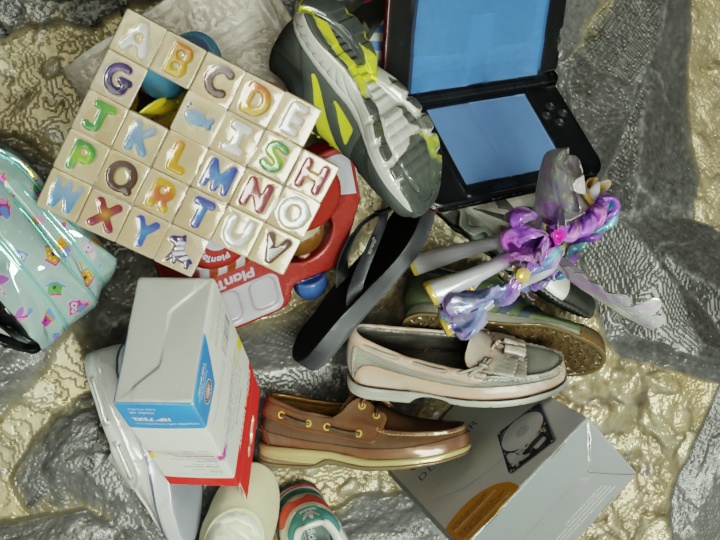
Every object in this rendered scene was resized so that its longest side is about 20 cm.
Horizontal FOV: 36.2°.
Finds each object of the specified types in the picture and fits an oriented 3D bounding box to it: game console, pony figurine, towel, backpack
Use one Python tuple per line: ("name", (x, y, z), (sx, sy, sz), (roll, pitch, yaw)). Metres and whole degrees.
("game console", (0.124, -0.165, 0.978), (0.199, 0.119, 0.173), (-13, 64, -27))
("pony figurine", (0.148, -0.017, 0.930), (0.199, 0.193, 0.167), (-27, 105, 0))
("towel", (-0.144, -0.177, 0.977), (0.200, 0.034, 0.133), (-35, 103, -8))
("backpack", (-0.300, -0.027, 0.895), (0.127, 0.167, 0.200), (-44, 111, -11))

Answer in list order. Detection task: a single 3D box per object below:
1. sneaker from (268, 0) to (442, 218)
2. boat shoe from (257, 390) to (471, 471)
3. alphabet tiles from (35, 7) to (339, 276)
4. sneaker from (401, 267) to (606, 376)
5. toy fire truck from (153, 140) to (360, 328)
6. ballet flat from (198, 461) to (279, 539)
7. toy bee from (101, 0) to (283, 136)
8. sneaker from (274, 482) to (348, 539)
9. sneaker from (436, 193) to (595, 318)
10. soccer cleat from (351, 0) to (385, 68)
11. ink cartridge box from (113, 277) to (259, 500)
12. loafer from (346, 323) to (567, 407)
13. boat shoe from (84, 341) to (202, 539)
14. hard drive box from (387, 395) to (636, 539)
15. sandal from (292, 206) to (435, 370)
("sneaker", (-0.004, -0.130, 0.926), (0.074, 0.084, 0.201), (-29, 90, -41))
("boat shoe", (0.001, 0.143, 1.005), (0.199, 0.072, 0.068), (-1, 93, 13))
("alphabet tiles", (-0.126, -0.081, 0.858), (0.199, 0.008, 0.168), (26, 101, -15))
("sneaker", (0.136, 0.036, 1.047), (0.199, 0.090, 0.067), (11, 136, -10))
("toy fire truck", (-0.093, -0.031, 0.977), (0.199, 0.112, 0.169), (-22, 129, -16))
("ballet flat", (-0.125, 0.275, 1.006), (0.069, 0.069, 0.201), (20, 97, -16))
("toy bee", (-0.159, -0.150, 0.918), (0.130, 0.200, 0.109), (-9, 133, -45))
("sneaker", (-0.032, 0.303, 1.031), (0.070, 0.093, 0.201), (-17, 100, -12))
("sneaker", (0.165, -0.034, 1.054), (0.200, 0.074, 0.089), (39, 88, -16))
("soccer cleat", (0.034, -0.221, 1.010), (0.200, 0.070, 0.087), (-39, 137, -17))
("ink cartridge box", (-0.139, 0.107, 0.934), (0.067, 0.200, 0.117), (-1, 56, 8))
("loafer", (0.084, 0.079, 0.981), (0.199, 0.072, 0.063), (-1, 120, 6))
("boat shoe", (-0.195, 0.157, 0.992), (0.065, 0.074, 0.201), (-7, 105, 17))
("hard drive box", (0.130, 0.186, 1.004), (0.156, 0.200, 0.077), (-45, 107, -7))
("sandal", (0.000, 0.001, 0.982), (0.043, 0.076, 0.201), (36, 92, -21))
